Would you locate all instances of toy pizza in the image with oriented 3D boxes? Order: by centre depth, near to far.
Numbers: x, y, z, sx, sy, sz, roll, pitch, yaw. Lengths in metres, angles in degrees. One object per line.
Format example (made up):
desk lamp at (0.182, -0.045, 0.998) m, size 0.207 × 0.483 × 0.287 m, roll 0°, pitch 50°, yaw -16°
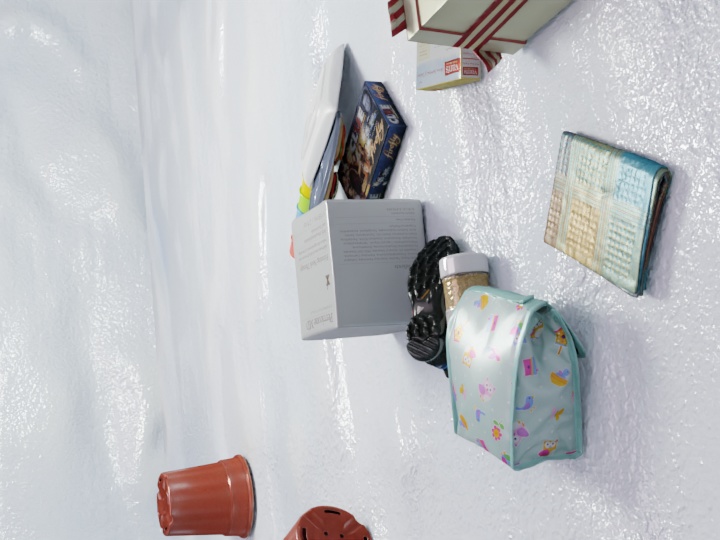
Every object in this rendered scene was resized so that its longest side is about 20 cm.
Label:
toy pizza at (-0.054, -0.184, 1.847) m, size 0.200 × 0.032 × 0.201 m, roll -167°, pitch 90°, yaw -81°

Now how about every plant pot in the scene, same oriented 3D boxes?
plant pot at (-0.078, 0.536, 1.843) m, size 0.195 × 0.200 × 0.201 m, roll -62°, pitch 36°, yaw 34°
plant pot at (-0.380, 0.554, 2.500) m, size 0.201 × 0.195 × 0.201 m, roll 179°, pitch 90°, yaw -66°

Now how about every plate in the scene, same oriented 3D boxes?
plate at (-0.074, -0.287, 1.907) m, size 0.200 × 0.032 × 0.200 m, roll 113°, pitch 165°, yaw -46°

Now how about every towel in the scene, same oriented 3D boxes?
towel at (0.277, -0.070, 1.188) m, size 0.200 × 0.022 × 0.147 m, roll -138°, pitch 52°, yaw -62°

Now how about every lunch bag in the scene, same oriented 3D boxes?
lunch bag at (0.188, 0.121, 1.277) m, size 0.170 × 0.122 × 0.201 m, roll -163°, pitch 68°, yaw -66°

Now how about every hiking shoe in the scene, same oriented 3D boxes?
hiking shoe at (0.112, 0.048, 1.504) m, size 0.074 × 0.087 × 0.200 m, roll -4°, pitch 63°, yaw 33°

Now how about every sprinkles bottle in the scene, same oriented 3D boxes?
sprinkles bottle at (0.152, 0.078, 1.421) m, size 0.068 × 0.068 × 0.201 m, roll 150°, pitch 116°, yaw -64°

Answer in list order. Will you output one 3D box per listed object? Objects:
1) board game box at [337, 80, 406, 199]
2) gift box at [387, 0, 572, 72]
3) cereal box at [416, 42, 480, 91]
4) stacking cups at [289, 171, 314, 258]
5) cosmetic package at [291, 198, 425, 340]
board game box at (0.016, -0.202, 1.772) m, size 0.136 × 0.035 × 0.200 m, roll -114°, pitch 32°, yaw -44°
gift box at (0.143, -0.366, 1.284) m, size 0.187 × 0.184 × 0.201 m, roll 148°, pitch 125°, yaw -61°
cereal box at (0.127, -0.366, 1.502) m, size 0.144 × 0.039 × 0.201 m, roll -171°, pitch 81°, yaw -67°
stacking cups at (-0.099, -0.104, 2.027) m, size 0.061 × 0.060 × 0.200 m, roll -116°, pitch 30°, yaw -45°
cosmetic package at (0.000, 0.000, 1.651) m, size 0.167 × 0.166 × 0.201 m, roll 157°, pitch 110°, yaw -65°
